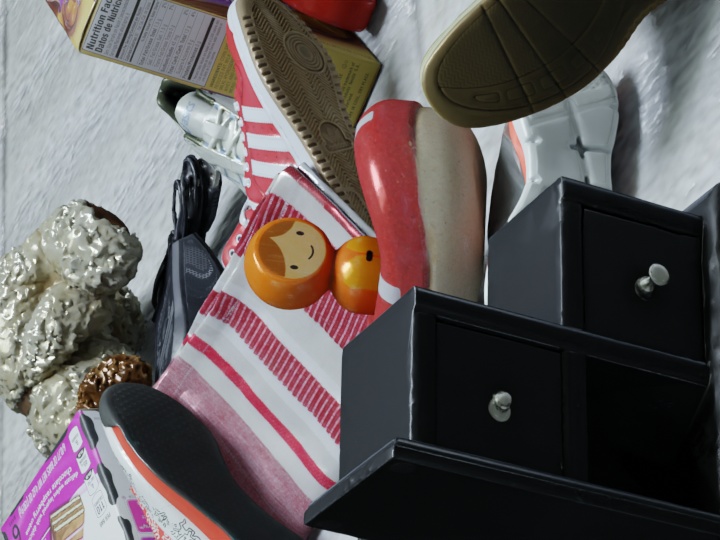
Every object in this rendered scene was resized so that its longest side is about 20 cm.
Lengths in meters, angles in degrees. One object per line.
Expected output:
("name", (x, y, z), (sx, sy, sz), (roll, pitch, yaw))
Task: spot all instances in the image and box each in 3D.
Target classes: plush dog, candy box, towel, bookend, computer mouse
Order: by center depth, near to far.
("bookend", (0.083, 0.038, 1.376), (0.092, 0.198, 0.201), (-42, 39, 52))
("towel", (-0.041, 0.053, 1.747), (0.144, 0.023, 0.200), (45, 122, 22))
("candy box", (-0.099, -0.158, 1.865), (0.057, 0.199, 0.117), (-65, 26, 16))
("candy box", (-0.160, 0.210, 1.882), (0.137, 0.061, 0.201), (-54, 48, 37))
("computer mouse", (-0.108, 0.028, 1.950), (0.200, 0.052, 0.139), (-94, 17, -50))
("plush dog", (-0.205, 0.074, 1.999), (0.172, 0.160, 0.200), (59, 165, 21))

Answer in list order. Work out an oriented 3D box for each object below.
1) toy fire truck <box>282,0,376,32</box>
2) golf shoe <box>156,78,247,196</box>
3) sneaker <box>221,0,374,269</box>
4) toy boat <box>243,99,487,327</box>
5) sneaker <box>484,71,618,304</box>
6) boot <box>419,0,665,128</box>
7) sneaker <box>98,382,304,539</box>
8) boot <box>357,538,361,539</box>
("toy fire truck", (-0.063, -0.247, 1.878), (0.113, 0.167, 0.200), (-67, 26, 15))
("golf shoe", (-0.078, -0.081, 1.900), (0.200, 0.097, 0.079), (36, 107, 62))
("sneaker", (-0.053, -0.068, 1.791), (0.112, 0.071, 0.201), (-40, 68, 40))
("toy boat", (0.000, 0.000, 1.590), (0.131, 0.130, 0.201), (-84, 3, -60))
("sneaker", (0.102, -0.017, 1.542), (0.082, 0.077, 0.201), (116, 165, -63))
("boot", (0.095, -0.158, 1.546), (0.200, 0.072, 0.155), (-40, 23, -7))
("sneaker", (-0.108, 0.169, 1.767), (0.201, 0.067, 0.108), (44, 126, 23))
("boot", (0.044, 0.193, 1.532), (0.130, 0.067, 0.201), (-12, 67, 56))
